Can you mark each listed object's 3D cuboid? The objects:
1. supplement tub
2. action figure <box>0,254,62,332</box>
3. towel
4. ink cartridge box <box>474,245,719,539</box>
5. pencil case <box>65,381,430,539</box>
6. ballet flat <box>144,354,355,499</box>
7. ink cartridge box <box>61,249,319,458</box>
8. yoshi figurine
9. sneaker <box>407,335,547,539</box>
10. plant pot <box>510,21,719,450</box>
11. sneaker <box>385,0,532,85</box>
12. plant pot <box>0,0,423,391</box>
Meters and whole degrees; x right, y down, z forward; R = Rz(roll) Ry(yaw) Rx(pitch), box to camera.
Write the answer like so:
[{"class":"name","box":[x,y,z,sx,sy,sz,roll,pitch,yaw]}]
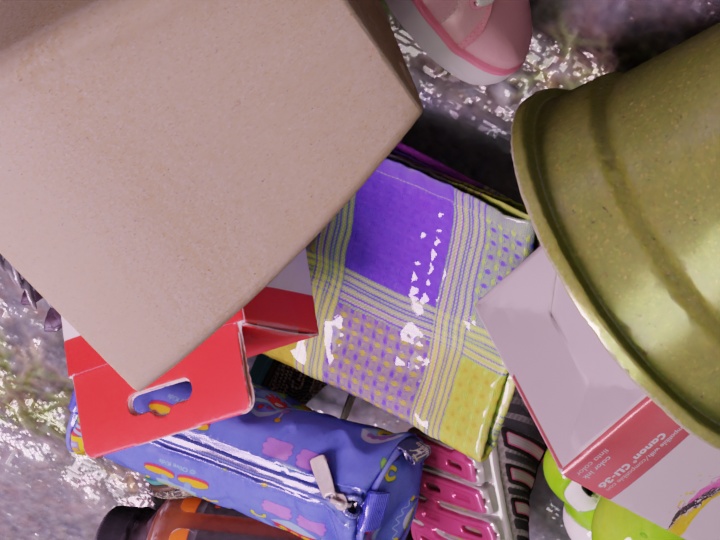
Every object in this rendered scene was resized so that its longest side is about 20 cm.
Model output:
[{"class":"supplement tub","box":[-0.058,0.183,1.374,0.199,0.107,0.107,4,129,19]},{"class":"action figure","box":[-0.206,-0.067,1.239,0.130,0.069,0.201,9,136,55]},{"class":"towel","box":[0.000,0.000,1.193,0.199,0.023,0.144,26,115,27]},{"class":"ink cartridge box","box":[0.157,0.071,1.136,0.067,0.117,0.200,-43,135,19]},{"class":"pencil case","box":[-0.062,0.093,1.232,0.199,0.087,0.078,20,94,16]},{"class":"ballet flat","box":[-0.049,0.082,1.318,0.075,0.068,0.200,28,130,-16]},{"class":"ink cartridge box","box":[-0.092,-0.012,1.170,0.116,0.201,0.067,-18,164,33]},{"class":"yoshi figurine","box":[0.169,0.160,1.239,0.112,0.113,0.200,-4,142,41]},{"class":"sneaker","box":[0.075,0.103,1.263,0.074,0.087,0.201,19,129,44]},{"class":"plant pot","box":[0.200,-0.048,1.043,0.184,0.201,0.200,-37,109,27]},{"class":"sneaker","box":[0.051,-0.178,1.052,0.104,0.075,0.201,-12,118,35]},{"class":"plant pot","box":[-0.089,-0.106,1.013,0.176,0.201,0.200,-28,136,10]}]
